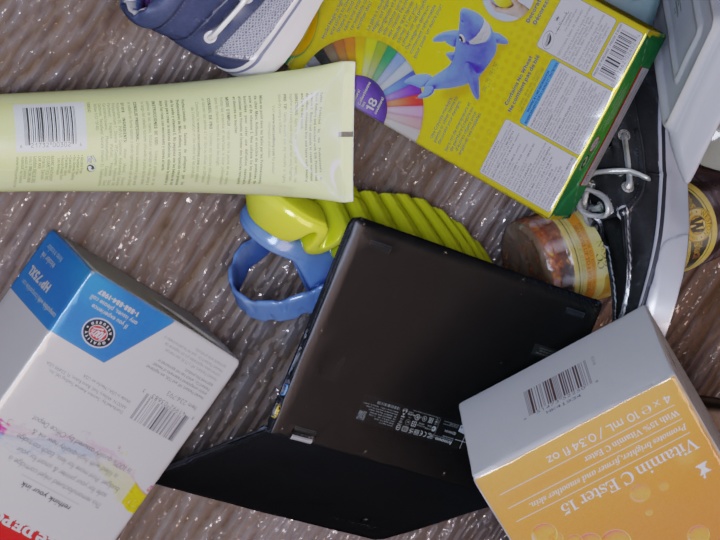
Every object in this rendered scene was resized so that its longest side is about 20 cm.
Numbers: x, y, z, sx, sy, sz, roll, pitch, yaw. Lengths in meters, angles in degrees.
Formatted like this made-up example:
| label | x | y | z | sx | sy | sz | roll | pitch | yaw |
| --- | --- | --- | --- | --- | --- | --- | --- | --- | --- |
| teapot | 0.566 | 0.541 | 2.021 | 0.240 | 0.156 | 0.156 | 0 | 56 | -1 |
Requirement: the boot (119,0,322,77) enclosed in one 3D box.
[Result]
| label | x | y | z | sx | sy | sz | roll | pitch | yaw |
| --- | --- | --- | --- | --- | --- | --- | --- | --- | --- |
| boot | -0.043 | -0.199 | 1.206 | 0.090 | 0.073 | 0.200 | 21 | 101 | -41 |

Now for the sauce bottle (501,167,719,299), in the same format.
| label | x | y | z | sx | sy | sz | roll | pitch | yaw |
| --- | --- | --- | --- | --- | --- | --- | --- | --- | --- |
| sauce bottle | 0.185 | -0.028 | 1.427 | 0.200 | 0.066 | 0.066 | -19 | 121 | -22 |

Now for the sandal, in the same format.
| label | x | y | z | sx | sy | sz | roll | pitch | yaw |
| --- | --- | --- | --- | --- | --- | --- | --- | --- | --- |
| sandal | 0.000 | 0.000 | 1.333 | 0.200 | 0.080 | 0.087 | 19 | 119 | -33 |

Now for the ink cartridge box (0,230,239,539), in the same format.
| label | x | y | z | sx | sy | sz | roll | pitch | yaw |
| --- | --- | --- | --- | --- | --- | --- | --- | --- | --- |
| ink cartridge box | -0.174 | 0.094 | 1.273 | 0.116 | 0.067 | 0.200 | 34 | 93 | -36 |

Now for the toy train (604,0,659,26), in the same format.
| label | x | y | z | sx | sy | sz | roll | pitch | yaw |
| --- | --- | --- | --- | --- | --- | --- | --- | --- | --- |
| toy train | 0.128 | -0.179 | 1.290 | 0.085 | 0.114 | 0.200 | 6 | 109 | -31 |

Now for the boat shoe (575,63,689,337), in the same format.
| label | x | y | z | sx | sy | sz | roll | pitch | yaw |
| --- | --- | --- | --- | --- | --- | --- | --- | --- | --- |
| boat shoe | 0.154 | -0.047 | 1.348 | 0.068 | 0.074 | 0.200 | 9 | 74 | -7 |

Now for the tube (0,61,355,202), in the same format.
| label | x | y | z | sx | sy | sz | roll | pitch | yaw |
| --- | --- | --- | --- | --- | --- | --- | --- | --- | --- |
| tube | -0.099 | -0.069 | 1.223 | 0.199 | 0.052 | 0.058 | -3 | 145 | -13 |

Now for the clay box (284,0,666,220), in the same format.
| label | x | y | z | sx | sy | sz | roll | pitch | yaw |
| --- | --- | --- | --- | --- | --- | --- | --- | --- | --- |
| clay box | 0.050 | -0.125 | 1.252 | 0.115 | 0.200 | 0.048 | -62 | 162 | 12 |

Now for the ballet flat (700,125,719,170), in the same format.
| label | x | y | z | sx | sy | sz | roll | pitch | yaw |
| --- | --- | --- | --- | --- | --- | --- | --- | --- | --- |
| ballet flat | 0.270 | -0.102 | 1.297 | 0.200 | 0.064 | 0.068 | -12 | 83 | -25 |

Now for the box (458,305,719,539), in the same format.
| label | x | y | z | sx | sy | sz | roll | pitch | yaw |
| --- | --- | --- | --- | --- | --- | --- | --- | --- | --- |
| box | 0.158 | 0.143 | 1.292 | 0.124 | 0.098 | 0.200 | -29 | 111 | 9 |

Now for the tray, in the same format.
| label | x | y | z | sx | sy | sz | roll | pitch | yaw |
| --- | --- | --- | --- | --- | --- | --- | --- | --- | --- |
| tray | 0.182 | -0.144 | 1.260 | 0.022 | 0.200 | 0.108 | 16 | 125 | -10 |

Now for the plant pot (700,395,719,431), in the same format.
| label | x | y | z | sx | sy | sz | roll | pitch | yaw |
| --- | --- | --- | --- | --- | --- | --- | --- | --- | --- |
| plant pot | 0.202 | 0.169 | 1.467 | 0.200 | 0.200 | 0.175 | 5 | 93 | -32 |

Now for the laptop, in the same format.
| label | x | y | z | sx | sy | sz | roll | pitch | yaw |
| --- | --- | --- | --- | --- | --- | --- | --- | --- | --- |
| laptop | 0.006 | 0.071 | 1.349 | 0.187 | 0.116 | 0.200 | 18 | 97 | -35 |
